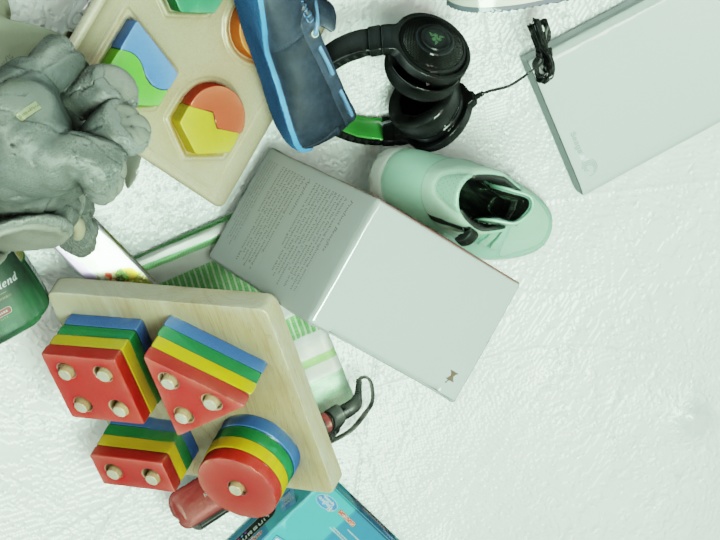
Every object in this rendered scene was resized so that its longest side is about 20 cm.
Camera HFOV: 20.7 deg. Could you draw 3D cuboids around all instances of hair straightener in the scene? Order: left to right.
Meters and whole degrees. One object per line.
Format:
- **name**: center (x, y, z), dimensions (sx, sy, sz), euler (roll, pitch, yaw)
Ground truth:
- **hair straightener**: center (-0.070, 0.154, 1.671), dimensions (0.200, 0.077, 0.041), euler (-37, 76, -1)

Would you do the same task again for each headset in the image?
- **headset**: center (0.056, -0.160, 1.576), dimensions (0.199, 0.094, 0.124), euler (-4, 146, 4)

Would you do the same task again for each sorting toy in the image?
- **sorting toy**: center (-0.138, 0.108, 1.541), dimensions (0.198, 0.070, 0.201), euler (4, 133, 26)
- **sorting toy**: center (-0.123, -0.168, 1.501), dimensions (0.200, 0.036, 0.186), euler (34, 82, -40)

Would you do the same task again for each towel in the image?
- **towel**: center (-0.106, 0.056, 1.644), dimensions (0.152, 0.023, 0.201), euler (-25, 113, -7)

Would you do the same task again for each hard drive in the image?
- **hard drive**: center (0.249, -0.168, 1.667), dimensions (0.199, 0.026, 0.132), euler (-28, 113, -6)

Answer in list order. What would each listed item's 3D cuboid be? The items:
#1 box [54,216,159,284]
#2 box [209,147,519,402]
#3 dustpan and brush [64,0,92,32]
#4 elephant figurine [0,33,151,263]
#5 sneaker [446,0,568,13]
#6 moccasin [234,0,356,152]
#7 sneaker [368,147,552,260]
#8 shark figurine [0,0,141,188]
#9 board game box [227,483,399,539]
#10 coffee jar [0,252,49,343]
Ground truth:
- **box**: center (-0.208, -0.011, 1.564), dimensions (0.039, 0.041, 0.200), euler (-44, 103, -3)
- **box**: center (0.000, 0.000, 1.544), dimensions (0.152, 0.200, 0.107), euler (30, 89, -31)
- **dustpan and brush**: center (-0.161, -0.264, 1.498), dimensions (0.139, 0.057, 0.200), euler (40, 94, -25)
- **elephant figurine**: center (-0.242, -0.060, 1.414), dimensions (0.155, 0.142, 0.200), euler (30, 136, -13)
- **sneaker**: center (0.163, -0.264, 1.585), dimensions (0.199, 0.070, 0.082), euler (-13, 115, -12)
- **moccasin**: center (-0.052, -0.189, 1.485), dimensions (0.068, 0.081, 0.201), euler (-23, 128, -12)
- **sneaker**: center (0.112, -0.042, 1.598), dimensions (0.200, 0.118, 0.074), euler (17, 92, -43)
- **shark figurine**: center (-0.251, -0.146, 1.520), dimensions (0.089, 0.129, 0.214), euler (-33, 147, 30)
- **board game box**: center (-0.060, 0.286, 1.722), dimensions (0.200, 0.047, 0.151), euler (-43, 114, 2)
- **coffee jar**: center (-0.327, -0.035, 1.517), dimensions (0.104, 0.085, 0.201), euler (-28, 113, -5)
